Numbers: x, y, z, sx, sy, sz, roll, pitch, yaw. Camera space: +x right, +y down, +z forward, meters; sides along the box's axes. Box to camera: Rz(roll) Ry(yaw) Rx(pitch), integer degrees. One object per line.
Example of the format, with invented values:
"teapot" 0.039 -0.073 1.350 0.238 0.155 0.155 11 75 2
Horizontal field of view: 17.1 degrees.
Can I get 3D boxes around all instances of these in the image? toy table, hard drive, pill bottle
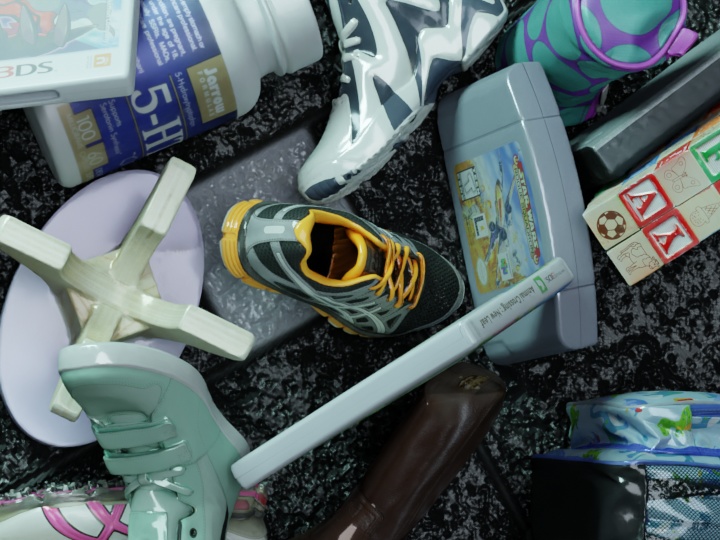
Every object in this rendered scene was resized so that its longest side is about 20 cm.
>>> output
"toy table" -0.166 0.021 1.608 0.183 0.117 0.201 15 80 -12
"hard drive" 0.223 -0.123 1.702 0.200 0.140 0.033 -37 94 -14
"pill bottle" -0.133 -0.147 1.623 0.199 0.120 0.120 -24 90 -9

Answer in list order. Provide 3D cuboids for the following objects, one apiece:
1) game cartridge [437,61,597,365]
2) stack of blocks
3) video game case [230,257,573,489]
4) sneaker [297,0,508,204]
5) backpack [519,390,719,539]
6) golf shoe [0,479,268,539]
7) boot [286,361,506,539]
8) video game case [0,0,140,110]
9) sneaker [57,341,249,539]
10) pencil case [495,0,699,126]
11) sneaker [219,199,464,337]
"game cartridge" 0.110 -0.039 1.671 0.041 0.133 0.201 -10 86 -21
"stack of blocks" 0.231 -0.066 1.669 0.115 0.200 0.059 -33 94 20
"video game case" 0.030 0.066 1.565 0.200 0.182 0.022 -34 88 28
"sneaker" -0.004 -0.152 1.688 0.130 0.079 0.199 42 89 6
"backpack" 0.233 0.158 1.655 0.199 0.183 0.148 9 83 -17
"golf shoe" -0.159 0.186 1.615 0.199 0.073 0.093 2 85 -13
"boot" 0.006 0.144 1.572 0.064 0.186 0.200 45 117 16
"video game case" -0.235 -0.182 1.578 0.181 0.023 0.201 -6 49 6
"sneaker" -0.130 0.128 1.502 0.073 0.200 0.119 -7 58 25
"pencil case" 0.160 -0.159 1.660 0.092 0.200 0.085 40 77 -4
"sneaker" 0.000 0.000 1.649 0.199 0.077 0.079 14 78 -38
